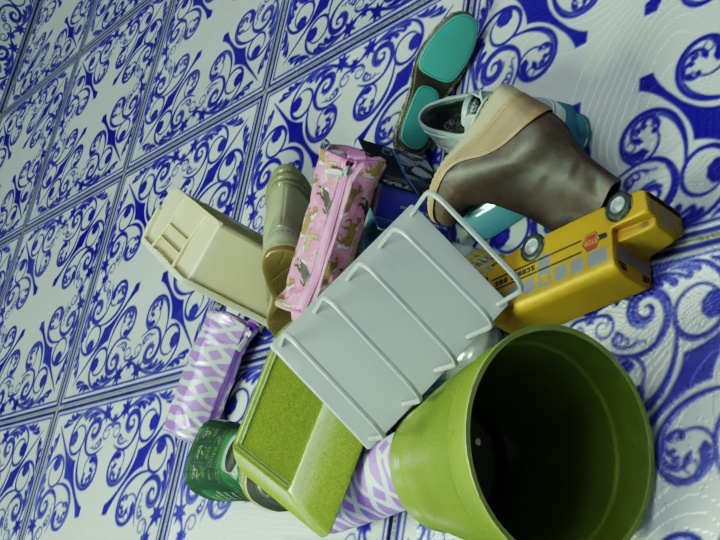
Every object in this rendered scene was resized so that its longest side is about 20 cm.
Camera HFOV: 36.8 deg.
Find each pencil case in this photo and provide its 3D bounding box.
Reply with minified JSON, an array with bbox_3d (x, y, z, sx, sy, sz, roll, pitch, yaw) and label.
[{"bbox_3d":[-0.034,-0.041,1.214,0.082,0.086,0.202,23,100,43],"label":"pencil case"},{"bbox_3d":[0.019,0.218,1.154,0.199,0.084,0.086,-30,27,40],"label":"pencil case"},{"bbox_3d":[-0.208,0.152,1.528,0.085,0.084,0.202,16,82,32],"label":"pencil case"}]

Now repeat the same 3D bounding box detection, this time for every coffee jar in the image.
[{"bbox_3d":[-0.136,0.243,1.358,0.199,0.085,0.105,-7,59,53],"label":"coffee jar"}]

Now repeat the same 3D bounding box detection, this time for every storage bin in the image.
[{"bbox_3d":[-0.174,-0.014,1.481,0.094,0.199,0.198,-60,34,3],"label":"storage bin"}]

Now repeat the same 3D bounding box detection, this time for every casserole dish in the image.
[{"bbox_3d":[0.172,-0.117,1.227,0.199,0.039,0.122,-35,43,35],"label":"casserole dish"}]

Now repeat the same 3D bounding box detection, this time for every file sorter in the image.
[{"bbox_3d":[0.036,0.044,1.004,0.200,0.139,0.125,-44,-2,-12],"label":"file sorter"}]

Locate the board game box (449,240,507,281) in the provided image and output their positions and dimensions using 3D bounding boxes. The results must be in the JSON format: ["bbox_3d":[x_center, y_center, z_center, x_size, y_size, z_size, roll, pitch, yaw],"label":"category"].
[{"bbox_3d":[0.061,0.030,1.164,0.199,0.035,0.135,-25,23,-26],"label":"board game box"}]

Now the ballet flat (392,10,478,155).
[{"bbox_3d":[0.089,-0.242,1.409,0.202,0.067,0.075,-67,13,-2],"label":"ballet flat"}]

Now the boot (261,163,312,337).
[{"bbox_3d":[-0.087,-0.017,1.365,0.072,0.201,0.157,-4,52,3],"label":"boot"}]

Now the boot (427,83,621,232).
[{"bbox_3d":[0.164,-0.076,1.138,0.166,0.072,0.201,47,134,18],"label":"boot"}]

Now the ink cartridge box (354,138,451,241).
[{"bbox_3d":[0.051,-0.096,1.289,0.201,0.098,0.040,-111,39,-59],"label":"ink cartridge box"}]

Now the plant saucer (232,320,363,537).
[{"bbox_3d":[-0.067,0.156,1.172,0.199,0.048,0.202,20,89,56],"label":"plant saucer"}]

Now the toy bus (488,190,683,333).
[{"bbox_3d":[0.217,-0.004,1.062,0.199,0.065,0.079,-27,48,42],"label":"toy bus"}]

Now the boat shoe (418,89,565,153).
[{"bbox_3d":[0.138,-0.165,1.206,0.200,0.071,0.071,4,71,54],"label":"boat shoe"}]

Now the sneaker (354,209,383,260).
[{"bbox_3d":[0.000,0.000,1.325,0.131,0.079,0.200,-50,12,23],"label":"sneaker"}]

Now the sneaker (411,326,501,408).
[{"bbox_3d":[0.070,0.098,1.181,0.199,0.080,0.077,-36,40,33],"label":"sneaker"}]

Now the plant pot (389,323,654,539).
[{"bbox_3d":[0.125,0.166,0.982,0.192,0.199,0.203,-26,47,58],"label":"plant pot"}]
